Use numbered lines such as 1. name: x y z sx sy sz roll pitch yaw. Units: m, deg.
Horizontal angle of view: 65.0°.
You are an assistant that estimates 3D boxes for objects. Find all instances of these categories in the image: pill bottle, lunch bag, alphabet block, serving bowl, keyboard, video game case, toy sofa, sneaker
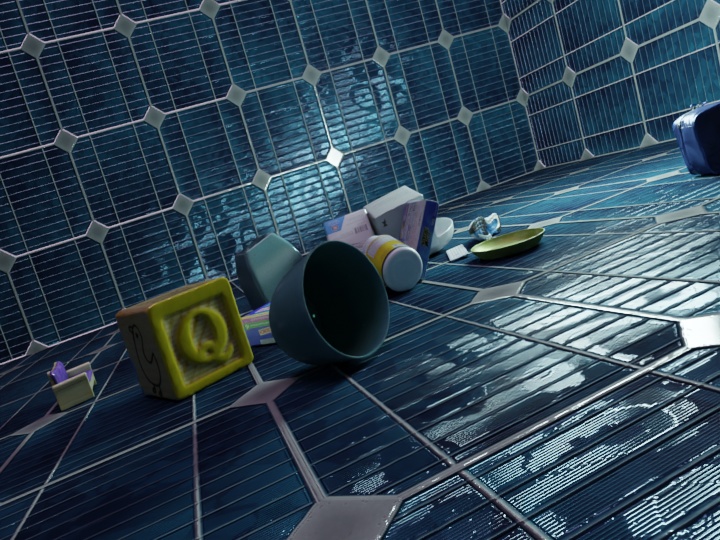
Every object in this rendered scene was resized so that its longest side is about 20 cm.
1. pill bottle: 0.074 -0.027 1.474 0.109 0.116 0.200 -19 22 -15
2. lunch bag: 0.983 -0.378 1.604 0.132 0.206 0.132 -22 5 2
3. alphabet block: -0.376 0.142 1.209 0.194 0.201 0.197 -26 10 -40
4. serving bowl: 0.222 -0.098 1.872 0.195 0.067 0.201 -22 20 8
5. keyboard: 0.288 -0.054 1.691 0.054 0.011 0.200 -17 8 8
6. video game case: 0.150 -0.086 1.558 0.044 0.207 0.181 11 2 -14
7. toy sofa: -0.737 0.278 1.454 0.081 0.101 0.199 -21 7 -22
8. sneaker: 0.381 -0.128 1.812 0.085 0.077 0.198 -21 -3 36

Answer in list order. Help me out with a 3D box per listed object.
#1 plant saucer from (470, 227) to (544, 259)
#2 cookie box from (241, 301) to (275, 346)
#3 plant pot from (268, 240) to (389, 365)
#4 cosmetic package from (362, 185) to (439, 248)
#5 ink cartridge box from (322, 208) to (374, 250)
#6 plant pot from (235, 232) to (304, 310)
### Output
1. plant saucer: 0.386 -0.066 1.477 0.194 0.032 0.200 -18 7 2
2. cookie box: -0.173 0.109 1.393 0.167 0.078 0.199 -12 11 34
3. plant pot: -0.070 0.074 1.001 0.159 0.205 0.198 -27 -1 42
4. cosmetic package: 0.123 -0.141 1.755 0.161 0.169 0.200 -26 19 -2
5. ink cartridge box: -0.019 -0.064 1.734 0.141 0.205 0.084 -18 -25 -3
6. plant pot: -0.286 -0.001 1.778 0.195 0.203 0.195 -40 16 -24
